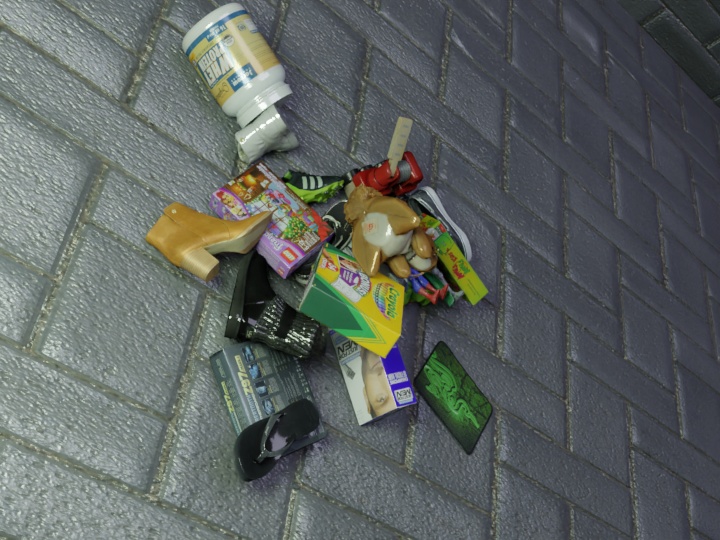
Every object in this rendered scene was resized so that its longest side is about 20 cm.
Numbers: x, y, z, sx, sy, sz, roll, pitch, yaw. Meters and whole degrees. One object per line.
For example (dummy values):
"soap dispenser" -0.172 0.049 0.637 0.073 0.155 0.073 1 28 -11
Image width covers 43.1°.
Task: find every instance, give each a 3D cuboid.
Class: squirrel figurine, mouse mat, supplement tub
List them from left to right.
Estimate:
"supplement tub" -0.233 -0.389 1.746 0.202 0.144 0.144 55 41 -4
"squirrel figurine" 0.063 -0.073 1.708 0.185 0.143 0.200 16 24 -52
"mouse mat" 0.198 0.264 1.914 0.201 0.007 0.161 51 41 -9

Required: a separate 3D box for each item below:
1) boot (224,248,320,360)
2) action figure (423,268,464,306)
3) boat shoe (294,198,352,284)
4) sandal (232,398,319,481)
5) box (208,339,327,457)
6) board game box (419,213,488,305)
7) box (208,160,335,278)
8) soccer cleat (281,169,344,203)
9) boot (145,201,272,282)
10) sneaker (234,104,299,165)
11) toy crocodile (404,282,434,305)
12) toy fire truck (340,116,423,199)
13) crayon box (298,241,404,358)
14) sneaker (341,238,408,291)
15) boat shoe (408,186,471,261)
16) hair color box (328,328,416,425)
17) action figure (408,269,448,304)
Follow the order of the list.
"boot" -0.144 0.059 1.567 0.154 0.080 0.214 13 43 -8
"action figure" 0.140 -0.011 1.949 0.200 0.055 0.118 46 -4 8
"boat shoe" -0.067 -0.067 1.746 0.073 0.061 0.201 28 62 16
"sandal" -0.133 0.263 1.468 0.199 0.043 0.077 -37 97 -48
"box" -0.154 0.215 1.543 0.156 0.051 0.204 -14 79 -49
"board game box" 0.190 -0.025 1.981 0.047 0.102 0.201 -39 111 -5
"box" -0.161 -0.095 1.666 0.200 0.039 0.137 43 51 8
"soccer cleat" -0.107 -0.169 1.812 0.198 0.068 0.082 -23 71 -49
"boot" -0.257 -0.078 1.555 0.143 0.071 0.201 36 51 13
"sneaker" -0.187 -0.253 1.769 0.074 0.114 0.200 56 3 9
"toy crocodile" 0.080 0.049 1.880 0.067 0.063 0.198 36 29 31
"toy fire truck" 0.071 -0.223 1.919 0.175 0.199 0.131 -22 83 -49
"crayon box" -0.010 0.047 1.594 0.170 0.059 0.201 28 23 -7
"sneaker" 0.000 0.000 1.795 0.197 0.078 0.086 30 55 6
"boat shoe" 0.175 -0.092 2.049 0.068 0.071 0.202 -37 98 -45
"hair color box" 0.019 0.173 1.703 0.064 0.109 0.204 -6 71 -47
"action figure" 0.092 -0.025 1.854 0.198 0.101 0.065 29 25 21
